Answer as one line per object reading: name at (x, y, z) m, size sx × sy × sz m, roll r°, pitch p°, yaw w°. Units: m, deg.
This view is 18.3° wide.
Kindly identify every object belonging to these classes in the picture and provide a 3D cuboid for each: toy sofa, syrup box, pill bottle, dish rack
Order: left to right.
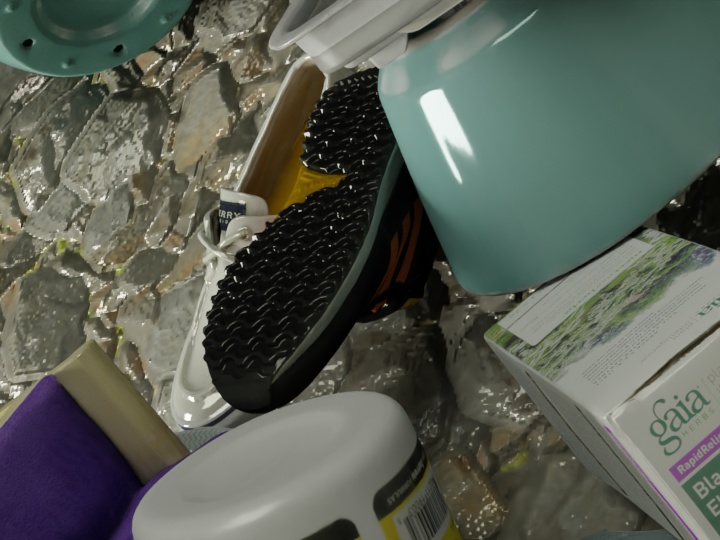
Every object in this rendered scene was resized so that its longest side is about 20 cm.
toy sofa at (-0.124, 0.109, 0.880) m, size 0.097 × 0.083 × 0.200 m, roll -35°, pitch 12°, yaw 28°
pill bottle at (0.002, 0.157, 0.839) m, size 0.112 × 0.201 × 0.113 m, roll -22°, pitch 13°, yaw 5°
dish rack at (0.054, -0.163, 0.923) m, size 0.171 × 0.044 × 0.201 m, roll -30°, pitch 21°, yaw 38°
syrup box at (0.118, 0.042, 0.834) m, size 0.079 × 0.082 × 0.200 m, roll -40°, pitch 12°, yaw -3°

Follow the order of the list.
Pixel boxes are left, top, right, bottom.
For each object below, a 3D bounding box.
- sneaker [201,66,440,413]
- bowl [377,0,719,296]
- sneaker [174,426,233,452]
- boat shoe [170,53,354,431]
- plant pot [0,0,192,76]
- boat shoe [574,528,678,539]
sneaker at (0.000, 0.000, 1.005) m, size 0.069 × 0.090 × 0.201 m, roll -6°, pitch 43°, yaw 33°
bowl at (0.084, -0.097, 0.954) m, size 0.200 × 0.105 × 0.201 m, roll -39°, pitch 16°, yaw 14°
sneaker at (-0.096, 0.120, 1.050) m, size 0.198 × 0.071 × 0.074 m, roll -1°, pitch 55°, yaw 16°
boat shoe at (-0.050, -0.014, 1.093) m, size 0.071 × 0.070 × 0.201 m, roll 15°, pitch 74°, yaw 44°
plant pot at (-0.173, -0.205, 1.242) m, size 0.200 × 0.200 × 0.161 m, roll -40°, pitch 56°, yaw 12°
boat shoe at (0.112, 0.140, 0.854) m, size 0.073 × 0.067 × 0.200 m, roll -37°, pitch 6°, yaw -35°
